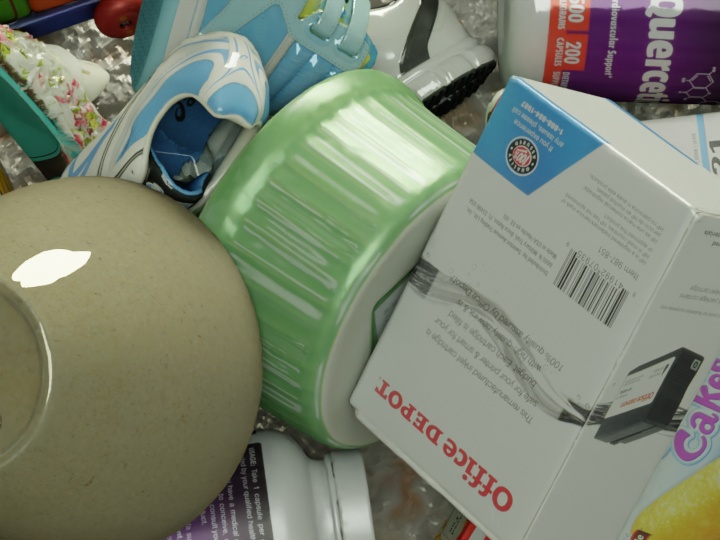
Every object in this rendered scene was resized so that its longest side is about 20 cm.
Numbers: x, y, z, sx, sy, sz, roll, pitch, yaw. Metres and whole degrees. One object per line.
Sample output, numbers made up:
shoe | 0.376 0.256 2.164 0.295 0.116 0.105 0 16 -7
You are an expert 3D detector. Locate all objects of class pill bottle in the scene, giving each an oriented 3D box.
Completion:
pill bottle | 0.181 -0.151 1.515 0.199 0.112 0.113 2 85 -2
pill bottle | -0.094 0.151 1.473 0.199 0.112 0.113 -7 86 -2

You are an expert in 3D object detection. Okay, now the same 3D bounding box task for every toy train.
toy train | -0.148 -0.194 1.494 0.200 0.116 0.085 -19 62 -3

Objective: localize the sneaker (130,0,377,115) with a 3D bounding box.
sneaker | -0.038 -0.173 1.436 0.130 0.080 0.200 14 117 -16

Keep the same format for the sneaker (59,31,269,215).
sneaker | -0.116 -0.045 1.427 0.072 0.073 0.200 25 127 -19

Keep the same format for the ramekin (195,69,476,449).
ramekin | 0.000 0.000 1.442 0.098 0.200 0.200 34 84 27

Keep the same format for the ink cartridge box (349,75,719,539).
ink cartridge box | 0.102 0.025 1.351 0.145 0.084 0.200 40 111 39

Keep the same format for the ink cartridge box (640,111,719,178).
ink cartridge box | 0.125 -0.005 1.519 0.199 0.076 0.148 -7 86 -4

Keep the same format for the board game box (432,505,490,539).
board game box | 0.138 0.137 1.479 0.151 0.046 0.200 26 104 -14

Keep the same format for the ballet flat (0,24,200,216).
ballet flat | -0.156 -0.077 1.501 0.064 0.076 0.200 -49 118 -24

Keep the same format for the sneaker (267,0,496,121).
sneaker | -0.022 -0.098 1.524 0.200 0.074 0.080 -31 81 -18

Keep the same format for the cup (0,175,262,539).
cup | -0.168 0.051 1.330 0.200 0.143 0.201 0 90 20

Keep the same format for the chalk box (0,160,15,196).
chalk box | -0.299 -0.030 1.483 0.200 0.124 0.125 -25 88 -3

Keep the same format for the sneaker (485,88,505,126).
sneaker | 0.147 -0.028 1.442 0.200 0.085 0.077 38 88 4

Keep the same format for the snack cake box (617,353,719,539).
snack cake box | 0.187 0.085 1.407 0.115 0.067 0.200 22 104 -13
